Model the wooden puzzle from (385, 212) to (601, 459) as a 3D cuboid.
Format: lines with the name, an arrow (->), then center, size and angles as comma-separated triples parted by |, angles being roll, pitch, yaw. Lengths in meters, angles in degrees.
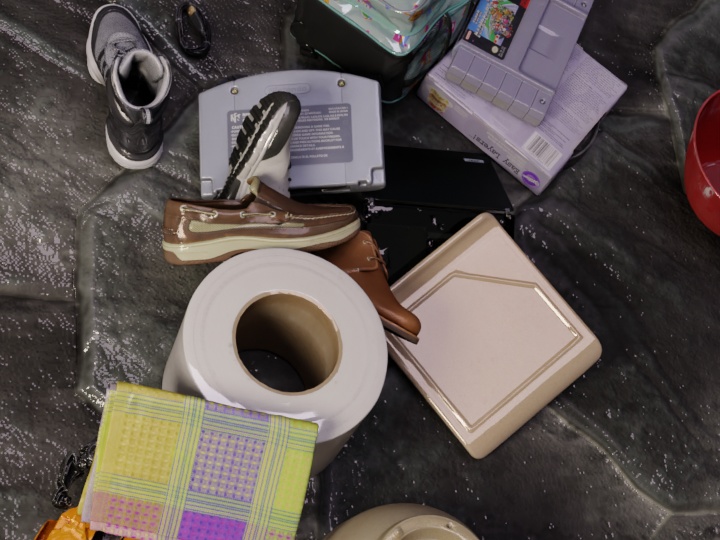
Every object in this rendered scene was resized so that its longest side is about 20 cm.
wooden puzzle -> 0.129, 0.068, 1.520 | 0.185, 0.037, 0.200 | -38, 85, -12

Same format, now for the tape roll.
tape roll -> -0.086, 0.098, 1.398 | 0.201, 0.139, 0.205 | 8, 61, -14

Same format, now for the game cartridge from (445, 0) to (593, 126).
game cartridge -> 0.187, -0.276, 1.680 | 0.129, 0.038, 0.201 | 29, 59, -6

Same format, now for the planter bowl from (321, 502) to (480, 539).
planter bowl -> 0.051, 0.304, 1.339 | 0.198, 0.135, 0.202 | 8, 62, -14

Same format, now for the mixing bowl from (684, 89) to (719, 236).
mixing bowl -> 0.458, -0.107, 1.691 | 0.198, 0.109, 0.202 | 8, 62, -15

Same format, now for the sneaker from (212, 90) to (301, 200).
sneaker -> -0.099, -0.091, 1.481 | 0.079, 0.201, 0.074 | 17, 25, -19

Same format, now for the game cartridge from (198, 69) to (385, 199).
game cartridge -> -0.074, -0.147, 1.539 | 0.198, 0.042, 0.135 | -3, 73, 3

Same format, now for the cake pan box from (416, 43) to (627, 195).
cake pan box -> 0.195, -0.210, 1.695 | 0.199, 0.052, 0.184 | 39, 61, 4

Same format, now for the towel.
towel -> -0.146, 0.180, 1.286 | 0.198, 0.023, 0.145 | 11, 105, -7

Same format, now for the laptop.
laptop -> 0.073, -0.040, 1.593 | 0.175, 0.103, 0.202 | 3, 89, -15

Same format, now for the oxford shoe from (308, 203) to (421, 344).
oxford shoe -> 0.000, 0.000, 1.473 | 0.071, 0.071, 0.200 | -48, 60, 3

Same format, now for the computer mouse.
computer mouse -> -0.150, -0.225, 1.603 | 0.058, 0.034, 0.201 | -27, 74, -26

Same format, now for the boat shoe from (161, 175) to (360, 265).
boat shoe -> -0.097, -0.055, 1.419 | 0.200, 0.075, 0.076 | -9, 105, -17

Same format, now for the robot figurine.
robot figurine -> -0.234, 0.249, 1.321 | 0.144, 0.058, 0.201 | 30, 60, -2

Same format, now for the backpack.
backpack -> 0.037, -0.317, 1.641 | 0.175, 0.154, 0.200 | 35, 48, 16

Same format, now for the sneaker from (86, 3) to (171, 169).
sneaker -> -0.242, -0.218, 1.523 | 0.075, 0.114, 0.202 | -5, 66, -20
